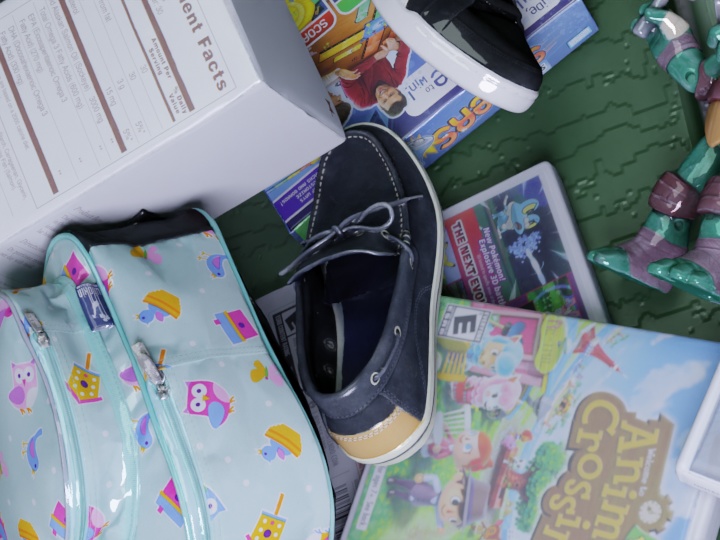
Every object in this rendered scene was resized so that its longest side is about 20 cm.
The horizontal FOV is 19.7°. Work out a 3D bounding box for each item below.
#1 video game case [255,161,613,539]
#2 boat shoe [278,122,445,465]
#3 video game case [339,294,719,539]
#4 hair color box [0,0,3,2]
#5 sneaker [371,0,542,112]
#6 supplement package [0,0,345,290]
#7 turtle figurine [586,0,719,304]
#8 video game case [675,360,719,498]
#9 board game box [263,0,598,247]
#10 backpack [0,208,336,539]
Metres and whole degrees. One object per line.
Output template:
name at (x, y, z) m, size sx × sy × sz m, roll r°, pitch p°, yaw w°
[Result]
video game case at (0.046, 0.064, 1.052) m, size 0.181 × 0.023 × 0.201 m, roll -25°, pitch 56°, yaw 14°
boat shoe at (0.000, 0.000, 1.035) m, size 0.074 × 0.062 × 0.201 m, roll -22°, pitch 49°, yaw 25°
video game case at (0.079, 0.116, 0.980) m, size 0.181 × 0.022 × 0.201 m, roll 9°, pitch 70°, yaw 31°
hair color box at (-0.234, -0.206, 1.276) m, size 0.065 × 0.109 × 0.201 m, roll 25°, pitch 79°, yaw 34°
sneaker at (0.051, -0.181, 1.077) m, size 0.112 × 0.073 × 0.200 m, roll -53°, pitch 51°, yaw 20°
supplement package at (-0.129, -0.079, 1.063) m, size 0.199 × 0.117 × 0.118 m, roll -29°, pitch 70°, yaw 12°
turtle figurine at (0.179, -0.087, 1.001) m, size 0.100 × 0.150 × 0.202 m, roll 20°, pitch 87°, yaw -5°
video game case at (0.261, 0.036, 0.926) m, size 0.181 × 0.023 × 0.201 m, roll 21°, pitch 75°, yaw 19°
board game box at (0.015, -0.121, 1.150) m, size 0.199 × 0.034 × 0.136 m, roll -38°, pitch 56°, yaw 6°
backpack at (-0.103, 0.094, 1.016) m, size 0.152 × 0.176 × 0.200 m, roll -17°, pitch 58°, yaw -34°
